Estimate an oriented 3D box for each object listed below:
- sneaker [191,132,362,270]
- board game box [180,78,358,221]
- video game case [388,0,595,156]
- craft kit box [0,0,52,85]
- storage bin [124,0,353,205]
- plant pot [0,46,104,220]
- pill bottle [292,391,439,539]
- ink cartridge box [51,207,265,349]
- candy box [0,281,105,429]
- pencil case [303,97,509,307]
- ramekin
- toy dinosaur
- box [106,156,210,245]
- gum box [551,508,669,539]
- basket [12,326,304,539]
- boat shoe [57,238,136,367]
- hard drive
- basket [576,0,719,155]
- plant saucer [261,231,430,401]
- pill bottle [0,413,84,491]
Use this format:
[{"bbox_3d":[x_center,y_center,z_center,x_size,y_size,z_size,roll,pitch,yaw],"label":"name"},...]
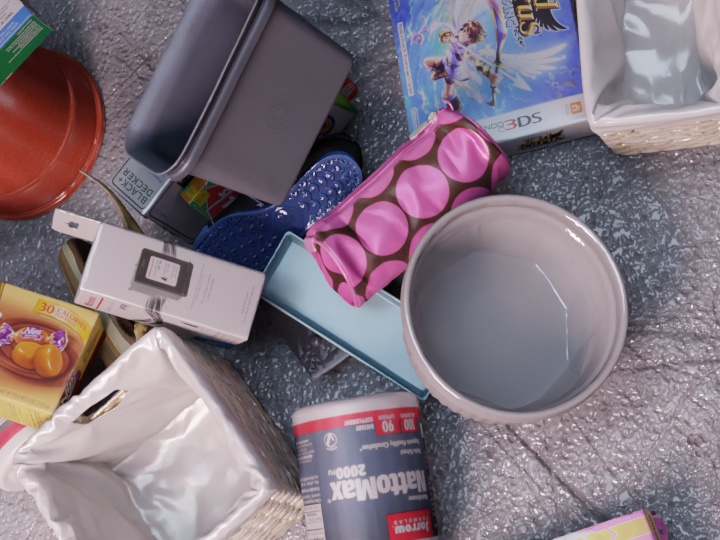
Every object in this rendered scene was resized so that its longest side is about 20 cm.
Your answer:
[{"bbox_3d":[-0.080,-0.064,1.313,0.199,0.078,0.070,-31,113,15],"label":"sneaker"},{"bbox_3d":[-0.084,-0.126,1.332,0.200,0.095,0.030,-52,48,0],"label":"board game box"},{"bbox_3d":[0.128,-0.211,1.308,0.180,0.045,0.202,-13,73,15],"label":"video game case"},{"bbox_3d":[-0.428,-0.229,1.293,0.200,0.048,0.198,-44,70,4],"label":"craft kit box"},{"bbox_3d":[-0.109,-0.163,1.228,0.145,0.134,0.201,31,94,54],"label":"storage bin"},{"bbox_3d":[-0.405,-0.175,1.400,0.199,0.195,0.203,-5,76,18],"label":"plant pot"},{"bbox_3d":[0.009,0.218,1.201,0.119,0.120,0.202,-12,80,16],"label":"pill bottle"},{"bbox_3d":[-0.199,0.011,1.239,0.198,0.116,0.067,18,78,-12],"label":"ink cartridge box"},{"bbox_3d":[-0.364,0.071,1.293,0.198,0.057,0.117,18,61,5],"label":"candy box"},{"bbox_3d":[0.038,-0.062,1.222,0.200,0.094,0.091,-44,26,-7],"label":"pencil case"},{"bbox_3d":[0.129,0.043,1.184,0.198,0.105,0.202,2,73,-5],"label":"ramekin"},{"bbox_3d":[-0.218,-0.013,1.347,0.058,0.101,0.201,-23,71,12],"label":"toy dinosaur"},{"bbox_3d":[-0.153,-0.133,1.347,0.060,0.117,0.201,38,92,23],"label":"box"},{"bbox_3d":[0.185,0.291,1.153,0.199,0.066,0.114,-21,73,12],"label":"gum box"},{"bbox_3d":[-0.178,0.195,1.251,0.198,0.161,0.200,-41,69,5],"label":"basket"},{"bbox_3d":[-0.264,0.059,1.367,0.076,0.072,0.201,-43,67,18],"label":"boat shoe"},{"bbox_3d":[0.000,0.000,1.301,0.200,0.042,0.135,-41,68,6],"label":"hard drive"},{"bbox_3d":[0.275,-0.213,1.216,0.134,0.123,0.202,-5,74,18],"label":"basket"},{"bbox_3d":[-0.004,0.043,1.260,0.199,0.019,0.070,32,93,12],"label":"plant saucer"},{"bbox_3d":[-0.371,0.116,1.363,0.111,0.111,0.200,-41,68,5],"label":"pill bottle"}]
